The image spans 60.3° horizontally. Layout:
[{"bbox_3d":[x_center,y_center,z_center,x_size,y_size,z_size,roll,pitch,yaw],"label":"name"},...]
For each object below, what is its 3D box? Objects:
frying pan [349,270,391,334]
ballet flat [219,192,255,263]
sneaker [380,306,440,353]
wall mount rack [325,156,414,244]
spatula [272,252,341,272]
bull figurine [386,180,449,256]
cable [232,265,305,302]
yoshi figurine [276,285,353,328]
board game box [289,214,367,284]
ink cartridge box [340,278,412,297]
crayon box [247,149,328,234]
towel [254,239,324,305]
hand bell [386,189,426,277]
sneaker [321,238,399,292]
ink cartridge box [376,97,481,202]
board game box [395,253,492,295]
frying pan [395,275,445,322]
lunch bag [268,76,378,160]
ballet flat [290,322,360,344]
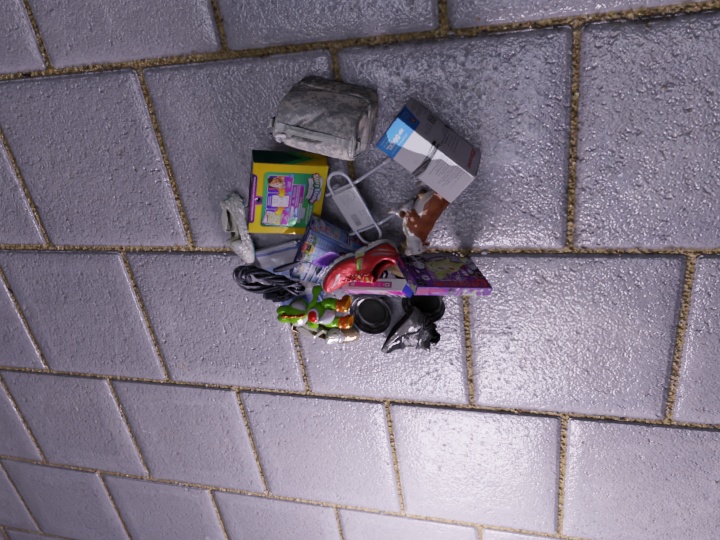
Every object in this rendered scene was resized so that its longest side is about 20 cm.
[{"bbox_3d":[0.025,0.079,1.613,0.114,0.031,0.191,3,114,18],"label":"frying pan"},{"bbox_3d":[-0.325,-0.102,1.603,0.071,0.072,0.201,2,120,17],"label":"ballet flat"},{"bbox_3d":[0.132,0.181,1.610,0.114,0.076,0.200,35,135,-5],"label":"sneaker"},{"bbox_3d":[0.018,-0.167,1.450,0.173,0.075,0.201,-19,113,31],"label":"wall mount rack"},{"bbox_3d":[-0.133,-0.015,1.482,0.199,0.021,0.056,-9,162,34],"label":"spatula"},{"bbox_3d":[0.136,-0.133,1.386,0.121,0.065,0.201,34,90,-32],"label":"bull figurine"},{"bbox_3d":[-0.235,0.029,1.601,0.199,0.051,0.163,-5,148,47],"label":"cable"},{"bbox_3d":[-0.118,0.105,1.633,0.198,0.113,0.112,-1,153,12],"label":"yoshi figurine"},{"bbox_3d":[-0.057,-0.025,1.537,0.199,0.062,0.201,14,133,-13],"label":"board game box"},{"bbox_3d":[0.060,0.041,1.503,0.199,0.095,0.037,-1,78,18],"label":"ink cartridge box"},{"bbox_3d":[-0.174,-0.180,1.459,0.171,0.058,0.201,0,132,-15],"label":"crayon box"},{"bbox_3d":[-0.188,0.016,1.659,0.146,0.024,0.201,-11,117,25],"label":"towel"},{"bbox_3d":[0.129,-0.092,1.461,0.103,0.104,0.201,15,112,9],"label":"hand bell"},{"bbox_3d":[0.000,0.000,1.440,0.199,0.085,0.077,-30,149,4],"label":"sneaker"},{"bbox_3d":[0.148,-0.253,1.303,0.200,0.146,0.084,37,123,-6],"label":"ink cartridge box"},{"bbox_3d":[0.190,0.011,1.414,0.199,0.120,0.032,1,132,-25],"label":"board game box"},{"bbox_3d":[0.130,0.065,1.570,0.189,0.031,0.115,34,130,-7],"label":"frying pan"},{"bbox_3d":[-0.077,-0.317,1.326,0.199,0.168,0.140,16,124,9],"label":"lunch bag"},{"bbox_3d":[-0.102,0.170,1.699,0.199,0.065,0.071,13,127,10],"label":"ballet flat"}]
